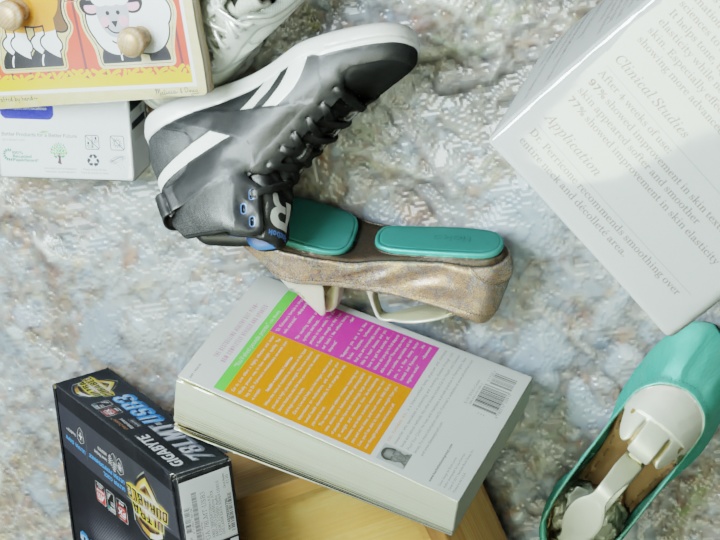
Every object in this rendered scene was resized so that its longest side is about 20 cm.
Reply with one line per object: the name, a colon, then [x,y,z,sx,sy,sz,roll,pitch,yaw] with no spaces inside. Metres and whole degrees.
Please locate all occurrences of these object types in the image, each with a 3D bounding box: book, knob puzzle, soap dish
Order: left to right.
knob puzzle: [-0.192,-0.200,1.709,0.218,0.030,0.221,11,116,24]
soap dish: [-0.009,0.182,1.837,0.199,0.081,0.158,-20,104,21]
book: [-0.004,0.081,1.757,0.199,0.134,0.048,21,133,14]

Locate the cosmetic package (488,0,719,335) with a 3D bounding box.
cosmetic package: [0.215,-0.104,1.612,0.200,0.166,0.167,-39,97,26]

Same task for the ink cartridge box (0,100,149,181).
ink cartridge box: [-0.197,-0.159,1.781,0.099,0.039,0.201,4,113,15]

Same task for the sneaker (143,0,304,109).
sneaker: [-0.080,-0.170,1.720,0.075,0.081,0.200,45,117,-6]

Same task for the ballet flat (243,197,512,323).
ballet flat: [0.000,0.000,1.773,0.199,0.068,0.068,11,121,14]

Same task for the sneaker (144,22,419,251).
sneaker: [-0.040,-0.075,1.723,0.199,0.073,0.113,-21,69,24]

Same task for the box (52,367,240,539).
box: [-0.139,0.190,1.831,0.049,0.200,0.200,-15,113,-27]

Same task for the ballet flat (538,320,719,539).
ballet flat: [0.181,0.124,1.765,0.067,0.070,0.201,34,116,1]
